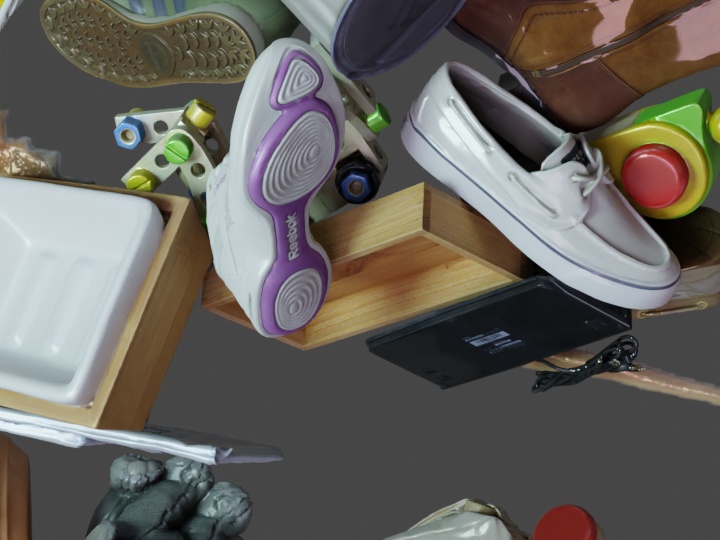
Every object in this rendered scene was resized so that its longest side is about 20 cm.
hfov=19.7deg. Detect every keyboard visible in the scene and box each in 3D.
[{"bbox_3d":[0.105,0.047,1.359,0.127,0.021,0.200,28,152,-27],"label":"keyboard"}]

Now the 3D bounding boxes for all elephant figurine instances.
[{"bbox_3d":[-0.157,0.223,1.453,0.141,0.200,0.156,8,118,8],"label":"elephant figurine"}]

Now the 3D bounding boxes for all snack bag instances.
[{"bbox_3d":[-0.162,0.114,1.417,0.199,0.189,0.022,9,86,12],"label":"snack bag"}]

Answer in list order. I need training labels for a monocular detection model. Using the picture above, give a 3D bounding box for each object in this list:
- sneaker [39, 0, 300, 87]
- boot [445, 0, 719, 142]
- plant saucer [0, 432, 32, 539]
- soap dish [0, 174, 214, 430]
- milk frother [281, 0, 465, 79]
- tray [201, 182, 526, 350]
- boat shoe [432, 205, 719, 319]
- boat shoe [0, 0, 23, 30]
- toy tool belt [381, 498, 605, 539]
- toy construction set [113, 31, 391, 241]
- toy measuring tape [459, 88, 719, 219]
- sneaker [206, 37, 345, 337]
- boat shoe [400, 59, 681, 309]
[{"bbox_3d":[-0.111,-0.166,1.328,0.200,0.090,0.067,10,131,43],"label":"sneaker"},{"bbox_3d":[0.150,-0.182,1.261,0.199,0.069,0.189,-24,108,21],"label":"boot"},{"bbox_3d":[-0.253,0.212,1.480,0.037,0.200,0.201,0,117,-8],"label":"plant saucer"},{"bbox_3d":[-0.196,0.022,1.363,0.199,0.158,0.081,8,162,43],"label":"soap dish"},{"bbox_3d":[-0.045,-0.228,1.167,0.188,0.200,0.181,47,133,22],"label":"milk frother"},{"bbox_3d":[0.000,0.000,1.342,0.200,0.037,0.098,-18,149,41],"label":"tray"},{"bbox_3d":[0.147,0.008,1.352,0.199,0.074,0.066,-3,139,22],"label":"boat shoe"},{"bbox_3d":[-0.271,-0.156,1.356,0.075,0.086,0.202,45,121,-9],"label":"boat shoe"},{"bbox_3d":[0.098,0.226,1.460,0.199,0.125,0.123,-19,141,24],"label":"toy tool belt"},{"bbox_3d":[-0.058,-0.085,1.350,0.200,0.092,0.131,-25,108,34],"label":"toy construction set"},{"bbox_3d":[0.161,-0.057,1.324,0.199,0.074,0.074,-19,110,31],"label":"toy measuring tape"},{"bbox_3d":[-0.064,-0.057,1.252,0.100,0.075,0.201,43,139,39],"label":"sneaker"},{"bbox_3d":[0.119,-0.056,1.269,0.200,0.072,0.066,40,134,9],"label":"boat shoe"}]
